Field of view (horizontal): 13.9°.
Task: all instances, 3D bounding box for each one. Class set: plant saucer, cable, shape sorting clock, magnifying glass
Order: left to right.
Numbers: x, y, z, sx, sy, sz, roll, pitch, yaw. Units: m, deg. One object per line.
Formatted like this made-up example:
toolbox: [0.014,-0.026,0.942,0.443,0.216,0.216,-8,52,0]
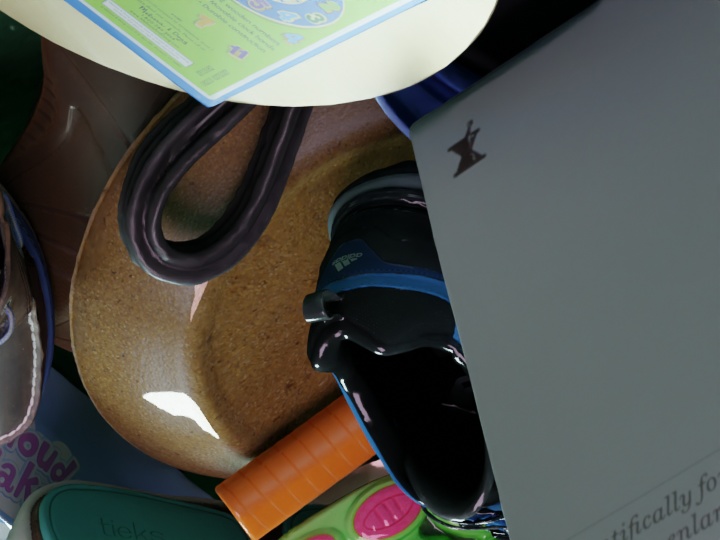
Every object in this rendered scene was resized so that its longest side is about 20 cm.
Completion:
shape sorting clock: [-0.053,-0.114,0.816,0.200,0.039,0.200,18,151,10]
cable: [-0.017,-0.091,0.926,0.097,0.050,0.200,11,106,-29]
plant saucer: [0.000,0.000,1.001,0.200,0.035,0.201,-17,132,-21]
magnifying glass: [0.037,0.024,1.007,0.200,0.022,0.080,-37,136,-5]

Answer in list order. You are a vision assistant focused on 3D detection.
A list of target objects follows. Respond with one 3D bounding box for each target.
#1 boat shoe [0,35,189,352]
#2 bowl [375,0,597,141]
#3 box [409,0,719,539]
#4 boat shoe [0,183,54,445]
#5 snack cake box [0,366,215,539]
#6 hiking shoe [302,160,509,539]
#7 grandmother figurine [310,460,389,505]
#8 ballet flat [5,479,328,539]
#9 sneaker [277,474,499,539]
boat shoe: [-0.076,-0.053,1.000,0.073,0.063,0.200,24,132,6]
bowl: [0.093,-0.099,0.885,0.200,0.039,0.201,-7,139,-6]
box: [0.141,0.007,0.833,0.199,0.200,0.131,-33,136,24]
boat shoe: [-0.144,-0.005,0.956,0.072,0.072,0.200,-17,132,-2]
snack cake box: [-0.131,0.101,1.124,0.115,0.067,0.200,-19,130,42]
hiking shoe: [0.046,0.063,0.947,0.074,0.087,0.200,-26,114,36]
grandmother figurine: [-0.018,0.026,1.079,0.121,0.061,0.200,-21,130,-14]
ballet flat: [-0.039,0.119,1.072,0.200,0.070,0.069,11,133,-24]
sneaker: [0.052,0.088,1.063,0.200,0.084,0.077,-20,95,-25]
